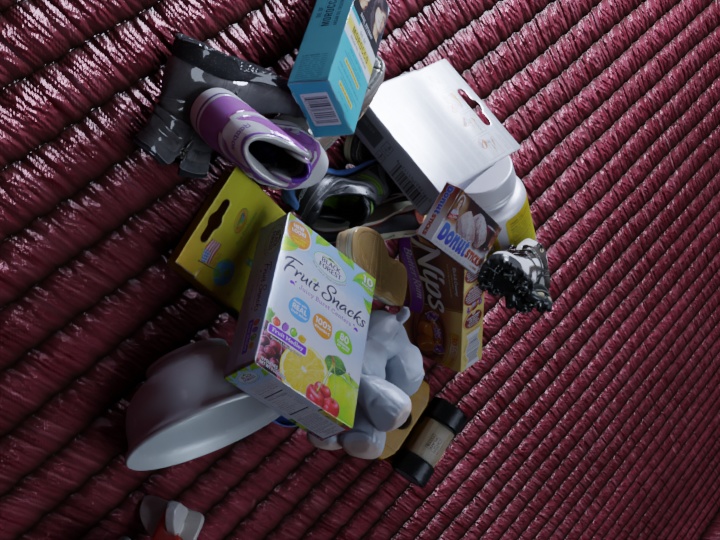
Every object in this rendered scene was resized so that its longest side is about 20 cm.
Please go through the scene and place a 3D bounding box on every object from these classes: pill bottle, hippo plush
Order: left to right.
[{"bbox_3d":[-0.009,0.122,1.307,0.200,0.159,0.161,56,31,-3],"label":"hippo plush"},{"bbox_3d":[0.191,-0.074,1.514,0.114,0.114,0.200,-49,141,-24],"label":"pill bottle"}]

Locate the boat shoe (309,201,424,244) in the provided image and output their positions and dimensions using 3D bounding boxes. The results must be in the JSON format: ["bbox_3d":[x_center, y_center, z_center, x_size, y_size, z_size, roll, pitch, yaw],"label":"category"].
[{"bbox_3d":[0.010,-0.058,1.330,0.200,0.071,0.063,-19,132,-45],"label":"boat shoe"}]

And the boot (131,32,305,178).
[{"bbox_3d":[-0.144,-0.157,1.091,0.200,0.070,0.132,14,104,-47],"label":"boot"}]

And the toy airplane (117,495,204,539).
[{"bbox_3d":[-0.248,0.353,1.178,0.199,0.141,0.201,-81,166,-67],"label":"toy airplane"}]

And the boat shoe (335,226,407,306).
[{"bbox_3d":[0.000,0.000,1.274,0.200,0.069,0.074,47,48,-63],"label":"boat shoe"}]

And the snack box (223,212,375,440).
[{"bbox_3d":[-0.059,0.058,1.108,0.142,0.053,0.201,39,42,-31],"label":"snack box"}]

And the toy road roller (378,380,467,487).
[{"bbox_3d":[0.038,0.211,1.491,0.200,0.146,0.123,39,74,-15],"label":"toy road roller"}]

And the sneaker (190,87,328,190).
[{"bbox_3d":[-0.077,-0.108,1.060,0.200,0.114,0.073,18,107,-56],"label":"sneaker"}]

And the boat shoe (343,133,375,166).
[{"bbox_3d":[0.058,-0.151,1.341,0.200,0.065,0.073,0,110,-51],"label":"boat shoe"}]

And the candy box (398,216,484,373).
[{"bbox_3d":[0.114,0.032,1.469,0.056,0.116,0.201,-31,132,-39],"label":"candy box"}]

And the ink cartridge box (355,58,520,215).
[{"bbox_3d":[0.091,-0.172,1.306,0.057,0.163,0.200,-44,171,39],"label":"ink cartridge box"}]

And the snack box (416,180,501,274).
[{"bbox_3d":[0.125,-0.049,1.285,0.072,0.024,0.200,-59,156,1],"label":"snack box"}]

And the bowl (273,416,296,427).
[{"bbox_3d":[-0.072,0.099,1.330,0.200,0.039,0.201,-28,129,-41],"label":"bowl"}]

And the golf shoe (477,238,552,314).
[{"bbox_3d":[0.213,-0.006,1.438,0.200,0.077,0.095,37,57,-62],"label":"golf shoe"}]

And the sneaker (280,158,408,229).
[{"bbox_3d":[-0.001,-0.087,1.258,0.199,0.083,0.071,-10,144,-36],"label":"sneaker"}]

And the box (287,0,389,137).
[{"bbox_3d":[-0.020,-0.245,1.137,0.082,0.049,0.201,61,35,-48],"label":"box"}]

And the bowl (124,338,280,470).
[{"bbox_3d":[-0.174,0.135,1.138,0.200,0.091,0.201,-23,163,-7],"label":"bowl"}]

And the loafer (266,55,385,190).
[{"bbox_3d":[-0.048,-0.173,1.202,0.200,0.072,0.063,-45,156,-19],"label":"loafer"}]

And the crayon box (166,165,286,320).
[{"bbox_3d":[-0.134,-0.023,1.174,0.127,0.051,0.200,-59,144,-13],"label":"crayon box"}]
